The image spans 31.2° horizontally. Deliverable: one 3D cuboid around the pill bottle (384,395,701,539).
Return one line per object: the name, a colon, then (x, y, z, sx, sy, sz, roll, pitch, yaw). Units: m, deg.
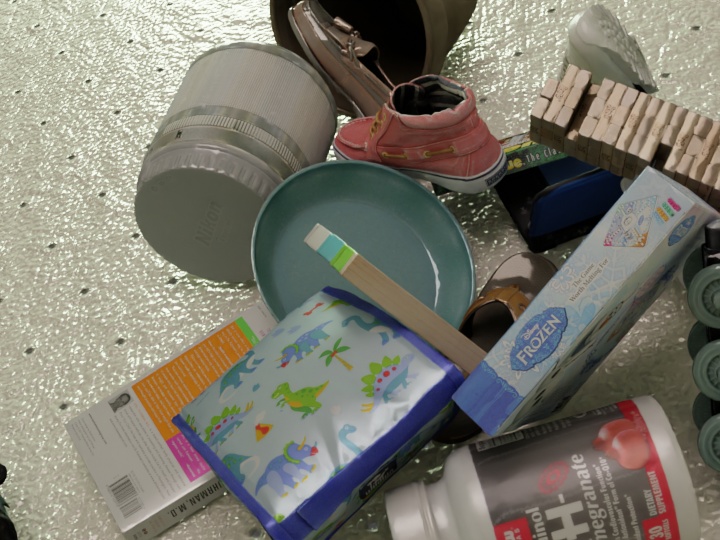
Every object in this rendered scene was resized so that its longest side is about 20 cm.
pill bottle: (0.122, 0.164, 0.888, 0.200, 0.111, 0.111, -16, 42, 2)

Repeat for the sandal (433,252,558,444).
sandal: (0.106, 0.053, 1.051, 0.082, 0.055, 0.200, 24, 56, 30)

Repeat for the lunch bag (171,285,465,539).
lunch bag: (-0.024, 0.113, 0.933, 0.170, 0.127, 0.200, -43, 16, -11)

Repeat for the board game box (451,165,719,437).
board game box: (0.168, 0.023, 0.908, 0.043, 0.200, 0.199, 43, 103, 16)

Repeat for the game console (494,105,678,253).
game console: (0.225, -0.106, 1.138, 0.200, 0.118, 0.171, -20, 42, -3)

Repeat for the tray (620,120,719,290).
tray: (0.320, -0.076, 1.030, 0.200, 0.022, 0.107, -30, 80, 5)

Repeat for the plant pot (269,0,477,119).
plant pot: (0.035, -0.281, 1.360, 0.200, 0.200, 0.174, 16, 35, 32)

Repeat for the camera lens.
camera lens: (-0.115, -0.109, 1.227, 0.160, 0.160, 0.200, -1, 44, 18)

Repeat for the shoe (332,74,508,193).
shoe: (0.039, -0.131, 1.156, 0.200, 0.091, 0.071, 16, 55, 44)

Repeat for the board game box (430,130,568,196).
board game box: (0.168, -0.116, 1.181, 0.200, 0.023, 0.105, -16, 14, 18)

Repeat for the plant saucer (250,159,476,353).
plant saucer: (0.000, 0.000, 1.106, 0.200, 0.036, 0.200, 8, 62, -15)

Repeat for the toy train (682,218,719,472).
toy train: (0.287, 0.058, 0.893, 0.114, 0.200, 0.085, -4, 13, 12)

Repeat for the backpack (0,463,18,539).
backpack: (-0.371, 0.186, 1.027, 0.167, 0.127, 0.200, -21, 39, -21)

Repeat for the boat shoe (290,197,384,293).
boat shoe: (-0.010, -0.032, 1.177, 0.084, 0.069, 0.200, 0, 45, 19)

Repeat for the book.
book: (-0.131, 0.126, 1.069, 0.200, 0.048, 0.134, -30, 46, -12)

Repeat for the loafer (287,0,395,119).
loafer: (0.008, -0.194, 1.270, 0.063, 0.200, 0.072, -36, -5, 28)

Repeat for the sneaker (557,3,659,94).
sneaker: (0.218, -0.184, 1.187, 0.080, 0.200, 0.076, -23, 74, 19)

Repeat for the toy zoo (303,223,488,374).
toy zoo: (0.022, 0.018, 0.982, 0.020, 0.131, 0.200, -52, 14, 0)

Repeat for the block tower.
block tower: (0.234, -0.097, 1.005, 0.200, 0.058, 0.054, 24, 78, 13)
